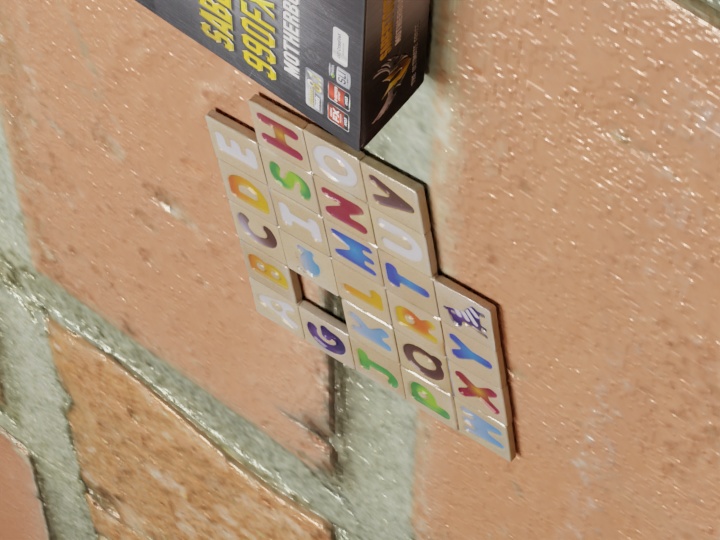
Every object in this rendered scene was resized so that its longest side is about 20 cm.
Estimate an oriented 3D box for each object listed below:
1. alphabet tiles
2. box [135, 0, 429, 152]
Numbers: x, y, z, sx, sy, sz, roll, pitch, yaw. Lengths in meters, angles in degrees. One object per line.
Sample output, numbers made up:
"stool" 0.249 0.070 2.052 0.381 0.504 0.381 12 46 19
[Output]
"alphabet tiles" 0.000 0.000 1.249 0.167 0.008 0.200 30 154 26
"box" -0.045 -0.153 1.006 0.158 0.048 0.200 34 155 16
